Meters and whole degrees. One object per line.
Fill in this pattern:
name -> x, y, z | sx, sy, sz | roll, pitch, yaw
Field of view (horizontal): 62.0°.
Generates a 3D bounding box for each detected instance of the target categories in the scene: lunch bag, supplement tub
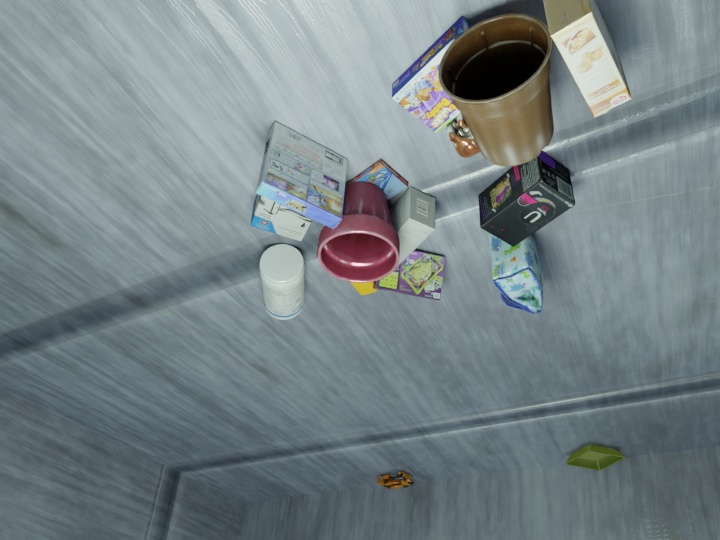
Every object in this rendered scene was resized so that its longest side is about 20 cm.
lunch bag -> 0.418, -0.004, 1.570 | 0.125, 0.174, 0.199 | -21, 139, 30
supplement tub -> -0.223, 0.037, 1.725 | 0.127, 0.135, 0.203 | 5, 143, -1

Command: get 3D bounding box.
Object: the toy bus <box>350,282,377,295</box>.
toy bus -> 0.000, 0.000, 1.643 | 0.063, 0.080, 0.201 | -14, 141, 23

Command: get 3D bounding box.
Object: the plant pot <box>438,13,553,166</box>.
plant pot -> 0.262, -0.311, 1.090 | 0.194, 0.206, 0.199 | -12, 145, 21

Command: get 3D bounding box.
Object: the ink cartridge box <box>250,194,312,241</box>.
ink cartridge box -> -0.176, -0.180, 1.468 | 0.142, 0.086, 0.201 | 16, 143, -15

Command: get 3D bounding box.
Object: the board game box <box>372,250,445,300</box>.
board game box -> 0.135, 0.006, 1.648 | 0.194, 0.124, 0.032 | 11, 177, -16

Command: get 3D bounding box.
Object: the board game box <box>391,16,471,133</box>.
board game box -> 0.174, -0.382, 1.193 | 0.132, 0.046, 0.198 | 28, 137, -28

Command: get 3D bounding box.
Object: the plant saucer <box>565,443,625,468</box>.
plant saucer -> 1.079, 0.858, 2.767 | 0.194, 0.049, 0.201 | 13, 143, -11

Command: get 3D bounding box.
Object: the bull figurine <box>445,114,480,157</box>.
bull figurine -> 0.276, -0.310, 1.264 | 0.197, 0.066, 0.121 | -28, 127, 28

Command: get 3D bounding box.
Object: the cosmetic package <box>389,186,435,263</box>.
cosmetic package -> 0.104, -0.103, 1.525 | 0.088, 0.110, 0.200 | 18, 143, -20

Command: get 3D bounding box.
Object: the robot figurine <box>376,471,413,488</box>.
robot figurine -> 0.188, 1.126, 3.211 | 0.197, 0.060, 0.144 | -24, 136, 34

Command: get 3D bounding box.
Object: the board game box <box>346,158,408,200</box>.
board game box -> 0.014, -0.193, 1.487 | 0.197, 0.020, 0.102 | -29, 134, 36

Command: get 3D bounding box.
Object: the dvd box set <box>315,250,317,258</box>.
dvd box set -> -0.008, -0.039, 1.686 | 0.197, 0.030, 0.145 | 27, 138, -28

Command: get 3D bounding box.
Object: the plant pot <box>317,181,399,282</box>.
plant pot -> 0.000, -0.102, 1.441 | 0.193, 0.184, 0.202 | 3, 145, 2

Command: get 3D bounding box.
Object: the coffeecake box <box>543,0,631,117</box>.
coffeecake box -> 0.395, -0.402, 1.051 | 0.072, 0.157, 0.199 | -22, 137, 31

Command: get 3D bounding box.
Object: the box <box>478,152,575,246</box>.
box -> 0.386, -0.166, 1.410 | 0.120, 0.109, 0.199 | 24, 140, -24

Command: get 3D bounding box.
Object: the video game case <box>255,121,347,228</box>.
video game case -> -0.126, -0.212, 1.336 | 0.196, 0.186, 0.045 | 23, 141, -24
